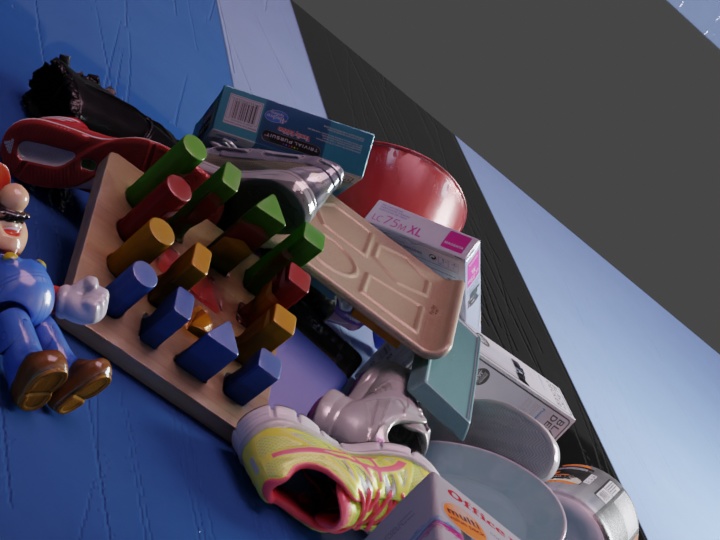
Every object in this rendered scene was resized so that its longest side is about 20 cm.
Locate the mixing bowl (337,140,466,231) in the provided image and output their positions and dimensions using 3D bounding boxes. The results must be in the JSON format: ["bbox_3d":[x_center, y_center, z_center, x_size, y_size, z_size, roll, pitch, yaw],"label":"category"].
[{"bbox_3d":[0.011,-0.033,1.981,0.199,0.199,0.109,35,47,-29],"label":"mixing bowl"}]

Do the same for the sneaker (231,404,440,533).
[{"bbox_3d":[-0.011,0.181,1.475,0.198,0.079,0.091,20,25,-24],"label":"sneaker"}]

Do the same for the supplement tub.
[{"bbox_3d":[0.192,0.249,1.731,0.123,0.123,0.200,45,13,10],"label":"supplement tub"}]

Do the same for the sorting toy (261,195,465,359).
[{"bbox_3d":[0.000,0.000,1.710,0.199,0.037,0.185,32,21,-4],"label":"sorting toy"}]

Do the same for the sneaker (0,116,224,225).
[{"bbox_3d":[-0.213,-0.098,1.643,0.198,0.079,0.116,22,14,-8],"label":"sneaker"}]

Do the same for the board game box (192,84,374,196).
[{"bbox_3d":[-0.084,-0.117,1.816,0.149,0.047,0.200,18,-10,-10],"label":"board game box"}]

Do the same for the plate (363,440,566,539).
[{"bbox_3d":[0.078,0.208,1.594,0.198,0.026,0.201,8,25,-4],"label":"plate"}]

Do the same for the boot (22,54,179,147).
[{"bbox_3d":[-0.225,-0.119,1.758,0.162,0.074,0.198,33,10,-43],"label":"boot"}]

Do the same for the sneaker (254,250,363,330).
[{"bbox_3d":[-0.061,0.002,1.867,0.199,0.081,0.089,26,-31,6],"label":"sneaker"}]

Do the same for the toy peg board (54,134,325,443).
[{"bbox_3d":[-0.124,0.003,1.505,0.199,0.098,0.200,36,35,-23],"label":"toy peg board"}]

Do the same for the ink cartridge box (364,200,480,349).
[{"bbox_3d":[0.065,0.027,1.891,0.118,0.042,0.201,23,-39,23],"label":"ink cartridge box"}]

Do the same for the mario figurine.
[{"bbox_3d":[-0.241,-0.005,1.303,0.201,0.105,0.124,57,-16,21],"label":"mario figurine"}]

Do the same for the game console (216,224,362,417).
[{"bbox_3d":[-0.111,0.060,1.664,0.200,0.119,0.171,43,-17,-4],"label":"game console"}]

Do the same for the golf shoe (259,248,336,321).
[{"bbox_3d":[-0.065,-0.027,1.768,0.087,0.078,0.200,-15,43,-28],"label":"golf shoe"}]

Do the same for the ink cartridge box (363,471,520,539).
[{"bbox_3d":[0.059,0.266,1.272,0.145,0.145,0.200,39,14,-13],"label":"ink cartridge box"}]

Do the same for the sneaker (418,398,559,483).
[{"bbox_3d":[0.120,0.164,1.748,0.199,0.074,0.115,13,-10,37],"label":"sneaker"}]

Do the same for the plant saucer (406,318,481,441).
[{"bbox_3d":[0.081,0.085,1.696,0.070,0.019,0.200,43,19,-10],"label":"plant saucer"}]

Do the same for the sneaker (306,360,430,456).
[{"bbox_3d":[0.022,0.137,1.615,0.099,0.076,0.200,21,18,17],"label":"sneaker"}]

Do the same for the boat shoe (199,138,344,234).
[{"bbox_3d":[-0.098,-0.077,1.646,0.201,0.065,0.075,6,-53,50],"label":"boat shoe"}]

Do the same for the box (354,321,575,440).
[{"bbox_3d":[0.106,0.128,1.861,0.199,0.117,0.060,36,15,-30],"label":"box"}]
